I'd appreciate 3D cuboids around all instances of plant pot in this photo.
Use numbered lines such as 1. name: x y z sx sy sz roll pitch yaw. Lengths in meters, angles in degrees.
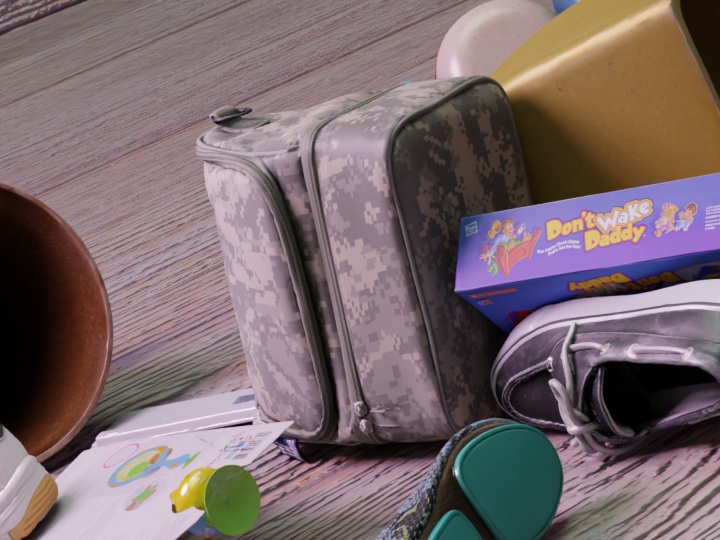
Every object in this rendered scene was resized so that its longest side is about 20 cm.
1. plant pot: 0.152 -0.061 1.655 0.200 0.195 0.196 -22 12 23
2. plant pot: -0.283 0.052 1.808 0.187 0.187 0.200 -26 2 -30

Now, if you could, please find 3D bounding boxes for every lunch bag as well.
1. lunch bag: 0.000 0.000 1.577 0.167 0.201 0.139 -2 18 36

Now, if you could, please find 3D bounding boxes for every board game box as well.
1. board game box: 0.169 0.004 1.492 0.199 0.045 0.134 -9 -29 29

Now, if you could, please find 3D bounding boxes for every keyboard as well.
1. keyboard: -0.069 0.082 1.727 0.199 0.011 0.056 -12 11 22

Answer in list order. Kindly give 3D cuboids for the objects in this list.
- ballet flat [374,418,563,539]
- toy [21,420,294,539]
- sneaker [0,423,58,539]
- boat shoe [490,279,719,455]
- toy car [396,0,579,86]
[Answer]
1. ballet flat: 0.036 0.128 1.321 0.074 0.074 0.200 -11 13 25
2. toy: -0.119 0.136 1.488 0.200 0.047 0.115 -17 22 52
3. sneaker: -0.260 0.132 1.548 0.200 0.088 0.076 -30 15 25
4. boat shoe: 0.130 0.060 1.447 0.199 0.074 0.068 -11 34 48
5. toy car: 0.116 -0.077 1.888 0.184 0.177 0.200 -35 -11 -12
